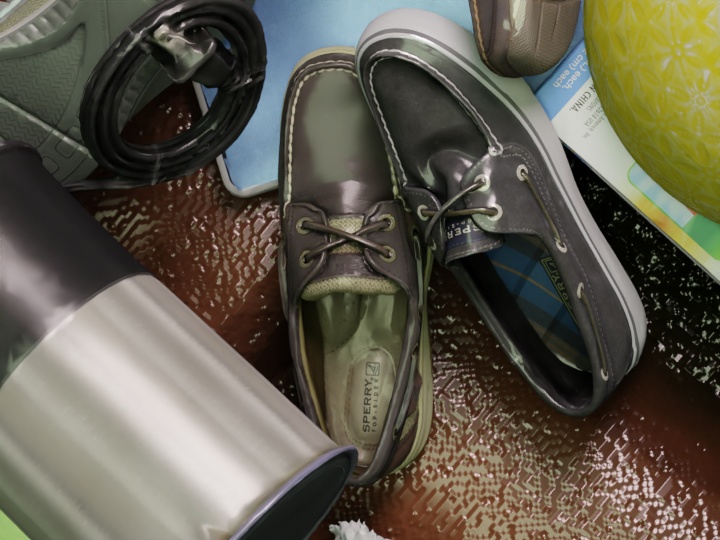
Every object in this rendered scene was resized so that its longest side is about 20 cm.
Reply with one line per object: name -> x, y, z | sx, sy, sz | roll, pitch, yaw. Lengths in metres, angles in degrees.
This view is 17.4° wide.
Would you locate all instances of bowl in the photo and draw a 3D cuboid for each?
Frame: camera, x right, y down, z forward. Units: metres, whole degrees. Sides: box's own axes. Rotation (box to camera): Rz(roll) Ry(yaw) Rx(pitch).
bowl -> 0.191, -0.106, 0.962 | 0.199, 0.108, 0.201 | 0, 94, 5

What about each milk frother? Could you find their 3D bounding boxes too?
milk frother -> -0.072, 0.016, 0.942 | 0.188, 0.180, 0.200 | 42, 111, 12

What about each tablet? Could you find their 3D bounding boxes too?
tablet -> 0.013, -0.123, 1.087 | 0.199, 0.014, 0.131 | -17, 91, 9

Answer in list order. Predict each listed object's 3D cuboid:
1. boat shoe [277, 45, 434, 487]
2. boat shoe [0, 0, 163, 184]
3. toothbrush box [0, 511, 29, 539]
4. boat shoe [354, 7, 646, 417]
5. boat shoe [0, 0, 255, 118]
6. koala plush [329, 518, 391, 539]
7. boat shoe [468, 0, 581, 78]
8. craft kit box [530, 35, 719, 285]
boat shoe -> 0.000, 0.000, 1.063 | 0.073, 0.065, 0.201 | -7, 99, 8
boat shoe -> -0.122, -0.095, 1.020 | 0.074, 0.065, 0.202 | 40, 105, -11
toothbrush box -> -0.158, 0.161, 1.096 | 0.145, 0.086, 0.201 | 13, 96, 8
boat shoe -> 0.056, -0.019, 1.029 | 0.070, 0.066, 0.200 | -18, 114, 33
boat shoe -> -0.141, -0.098, 1.088 | 0.201, 0.070, 0.072 | -35, 74, 14
koala plush -> 0.031, 0.217, 1.038 | 0.200, 0.184, 0.178 | 37, 98, 17
boat shoe -> 0.049, -0.168, 1.030 | 0.073, 0.074, 0.201 | -15, 60, 22
craft kit box -> 0.209, -0.081, 1.037 | 0.197, 0.049, 0.200 | 43, 97, 4
